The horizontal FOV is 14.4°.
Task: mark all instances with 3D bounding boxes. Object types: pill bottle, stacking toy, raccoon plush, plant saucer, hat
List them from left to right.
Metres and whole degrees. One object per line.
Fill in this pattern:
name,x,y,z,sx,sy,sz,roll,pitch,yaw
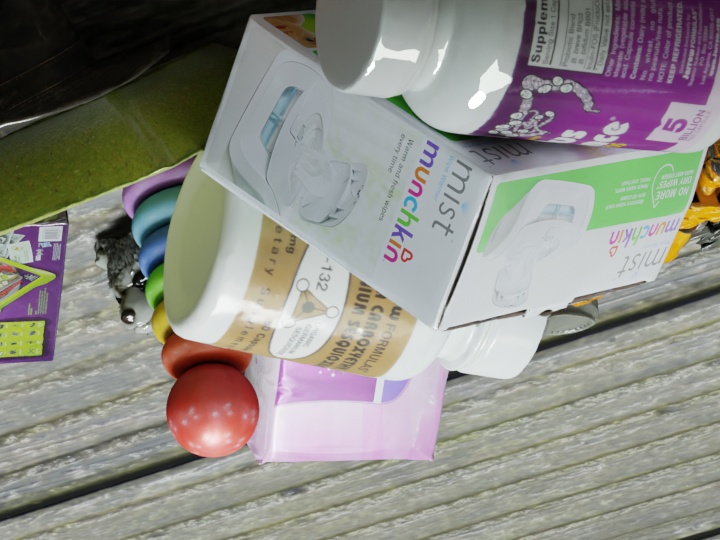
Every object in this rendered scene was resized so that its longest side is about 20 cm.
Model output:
hat,-0.202,-0.110,1.500,0.200,0.081,0.201,-22,-174,3
plant saucer,-0.155,-0.069,1.572,0.199,0.048,0.200,-20,-173,24
stacking toy,-0.093,0.016,1.672,0.085,0.201,0.085,-6,156,-3
raccoon plush,-0.092,0.011,1.847,0.097,0.134,0.200,-34,180,22
pill bottle,0.000,0.000,1.587,0.199,0.115,0.114,12,150,-20
pill bottle,0.084,-0.119,1.388,0.199,0.113,0.112,4,153,-24

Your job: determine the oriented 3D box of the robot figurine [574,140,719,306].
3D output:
robot figurine,0.162,-0.031,1.804,0.145,0.058,0.200,-1,157,-40

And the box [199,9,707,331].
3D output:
box,0.051,-0.059,1.498,0.200,0.176,0.097,-10,126,-50

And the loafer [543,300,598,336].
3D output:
loafer,0.088,0.038,1.907,0.199,0.070,0.070,-1,159,-44

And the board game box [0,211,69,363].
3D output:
board game box,-0.251,0.009,1.817,0.119,0.032,0.200,-7,155,-13

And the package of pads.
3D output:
package of pads,-0.004,0.023,1.716,0.120,0.076,0.201,-1,123,-16
